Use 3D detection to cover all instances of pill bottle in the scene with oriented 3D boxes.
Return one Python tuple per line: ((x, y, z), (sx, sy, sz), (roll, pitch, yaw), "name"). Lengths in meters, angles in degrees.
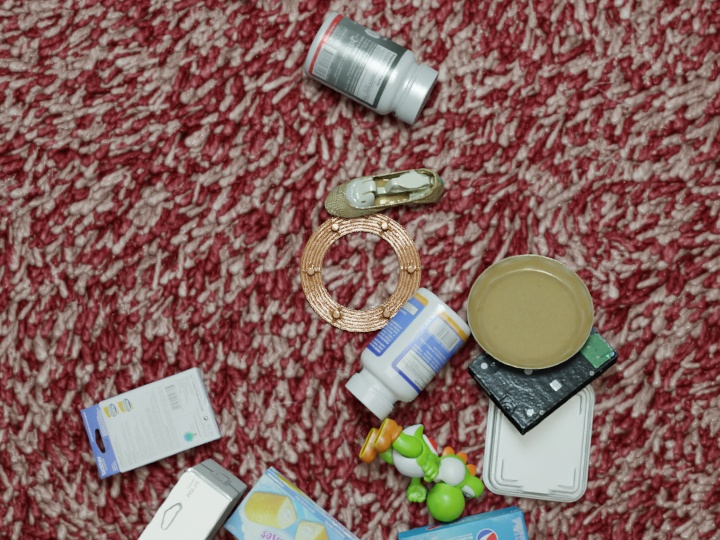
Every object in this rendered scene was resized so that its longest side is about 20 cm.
((0.071, 0.135, 1.679), (0.112, 0.112, 0.200), (42, 86, 4), "pill bottle")
((0.019, -0.324, 1.727), (0.199, 0.114, 0.114), (28, 85, 2), "pill bottle")

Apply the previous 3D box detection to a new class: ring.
((0.000, 0.000, 1.740), (0.199, 0.019, 0.202), (0, 84, -1), "ring")

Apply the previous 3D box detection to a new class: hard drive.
((0.287, 0.147, 1.680), (0.200, 0.038, 0.140), (-36, 65, -12), "hard drive")

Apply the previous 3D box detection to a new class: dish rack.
((0.288, 0.265, 1.699), (0.170, 0.044, 0.202), (6, 85, 1), "dish rack")

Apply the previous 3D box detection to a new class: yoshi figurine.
((0.097, 0.323, 1.664), (0.199, 0.112, 0.112), (30, 105, -8), "yoshi figurine")

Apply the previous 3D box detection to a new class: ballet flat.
((0.038, -0.133, 1.729), (0.199, 0.065, 0.071), (-12, 73, -2), "ballet flat")

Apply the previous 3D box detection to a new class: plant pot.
((0.268, 0.068, 1.689), (0.198, 0.028, 0.201), (-2, 62, 4), "plant pot")

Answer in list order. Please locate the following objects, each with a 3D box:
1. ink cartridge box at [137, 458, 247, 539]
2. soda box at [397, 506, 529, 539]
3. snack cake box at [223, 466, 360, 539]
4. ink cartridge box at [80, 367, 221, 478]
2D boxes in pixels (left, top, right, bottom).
((-0.253, 0.373, 1.609), (0.083, 0.200, 0.147), (34, 85, 4), "ink cartridge box")
((0.161, 0.425, 1.669), (0.199, 0.068, 0.065), (-12, 85, -1), "soda box")
((-0.102, 0.417, 1.671), (0.200, 0.067, 0.115), (38, 85, 4), "snack cake box")
((-0.335, 0.244, 1.704), (0.199, 0.042, 0.120), (-20, 84, -5), "ink cartridge box")
